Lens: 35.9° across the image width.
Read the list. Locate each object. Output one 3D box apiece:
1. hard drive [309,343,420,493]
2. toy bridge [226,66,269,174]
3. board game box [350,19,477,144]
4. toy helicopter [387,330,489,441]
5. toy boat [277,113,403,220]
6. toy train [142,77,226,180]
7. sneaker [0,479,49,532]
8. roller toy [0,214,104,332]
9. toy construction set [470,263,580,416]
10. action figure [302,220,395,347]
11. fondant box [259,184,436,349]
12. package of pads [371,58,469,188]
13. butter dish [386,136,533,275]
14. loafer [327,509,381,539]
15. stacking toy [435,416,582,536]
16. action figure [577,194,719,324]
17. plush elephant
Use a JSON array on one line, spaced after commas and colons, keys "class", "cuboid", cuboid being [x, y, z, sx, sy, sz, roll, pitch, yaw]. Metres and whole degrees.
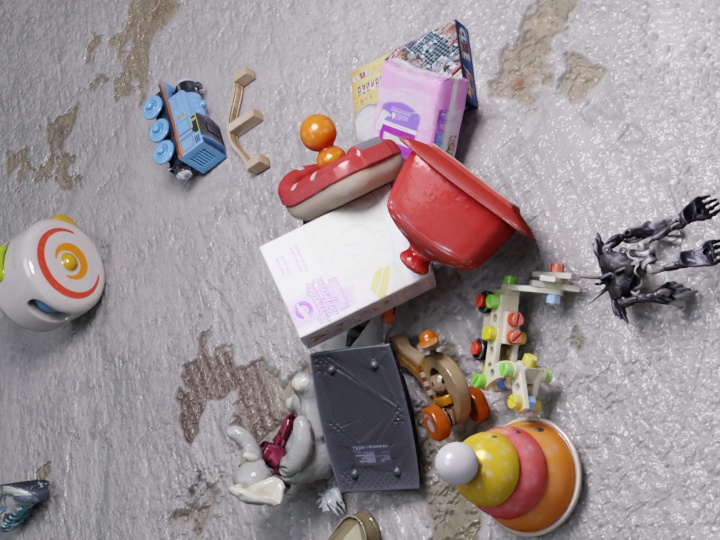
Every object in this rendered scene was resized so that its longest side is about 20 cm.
[{"class": "hard drive", "cuboid": [0.011, 0.198, 1.500, 0.134, 0.042, 0.202, -9, 99, 25]}, {"class": "toy bridge", "cuboid": [-0.197, -0.251, 1.884, 0.067, 0.027, 0.201, -29, 60, 32]}, {"class": "board game box", "cuboid": [0.076, -0.270, 1.654, 0.199, 0.034, 0.137, -20, 65, 35]}, {"class": "toy helicopter", "cuboid": [0.086, 0.127, 1.479, 0.200, 0.078, 0.133, 35, 143, 58]}, {"class": "toy boat", "cuboid": [-0.042, -0.153, 1.534, 0.200, 0.130, 0.131, -23, 93, 53]}, {"class": "toy train", "cuboid": [-0.309, -0.251, 1.945, 0.114, 0.087, 0.201, -31, 56, 19]}, {"class": "sneaker", "cuboid": [-0.624, 0.429, 2.020, 0.199, 0.077, 0.087, -16, 79, 44]}, {"class": "roller toy", "cuboid": [-0.561, 0.006, 2.012, 0.139, 0.200, 0.183, -26, 96, 32]}, {"class": "toy construction set", "cuboid": [0.201, 0.080, 1.404, 0.131, 0.092, 0.201, -1, 67, 65]}, {"class": "action figure", "cuboid": [0.000, 0.000, 1.577, 0.199, 0.105, 0.194, 20, 65, 17]}, {"class": "fondant box", "cuboid": [-0.016, -0.005, 1.499, 0.199, 0.058, 0.145, -26, 70, 0]}, {"class": "package of pads", "cuboid": [0.075, -0.189, 1.566, 0.120, 0.075, 0.202, 28, 116, 42]}, {"class": "butter dish", "cuboid": [0.106, -0.061, 1.413, 0.199, 0.200, 0.148, 39, 98, 8]}, {"class": "loafer", "cuboid": [-0.039, 0.419, 1.519, 0.076, 0.067, 0.201, 33, 100, 40]}, {"class": "stacking toy", "cuboid": [0.160, 0.237, 1.319, 0.145, 0.199, 0.147, -13, 69, 36]}, {"class": "action figure", "cuboid": [0.348, -0.009, 1.307, 0.200, 0.101, 0.120, -36, 61, 58]}, {"class": "plush elephant", "cuboid": [-0.119, 0.263, 1.565, 0.165, 0.154, 0.202, 125, 131, -75]}]
